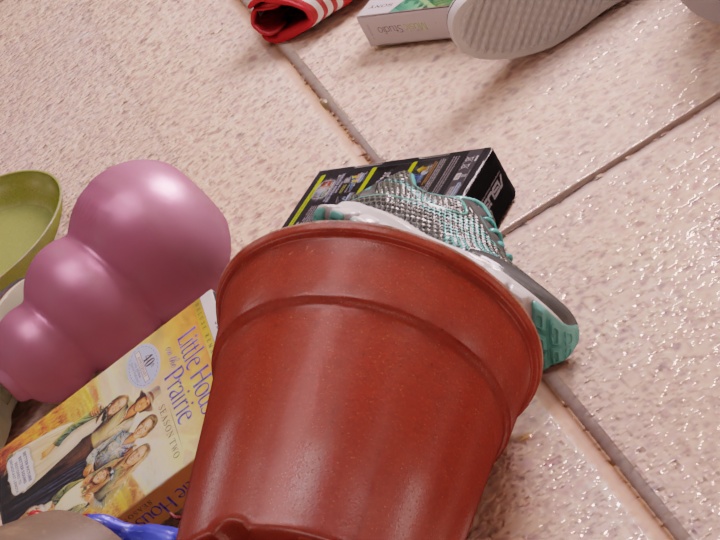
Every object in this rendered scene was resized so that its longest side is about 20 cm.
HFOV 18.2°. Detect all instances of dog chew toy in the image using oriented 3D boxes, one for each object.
[{"bbox_3d":[-0.189,0.015,1.643,0.200,0.125,0.124,-46,32,-11],"label":"dog chew toy"}]

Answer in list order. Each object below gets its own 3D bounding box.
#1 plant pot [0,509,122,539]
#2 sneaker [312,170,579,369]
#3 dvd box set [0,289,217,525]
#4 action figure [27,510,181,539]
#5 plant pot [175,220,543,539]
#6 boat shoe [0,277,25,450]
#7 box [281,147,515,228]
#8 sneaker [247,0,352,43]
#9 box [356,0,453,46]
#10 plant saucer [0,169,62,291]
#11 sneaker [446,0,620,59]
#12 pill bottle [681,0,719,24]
[{"bbox_3d":[-0.205,0.225,1.285,0.199,0.201,0.175,-6,21,37],"label":"plant pot"},{"bbox_3d":[0.067,-0.010,1.438,0.200,0.078,0.091,31,50,28],"label":"sneaker"},{"bbox_3d":[-0.154,0.117,1.487,0.200,0.029,0.147,-37,36,9],"label":"dvd box set"},{"bbox_3d":[-0.112,0.176,1.375,0.199,0.052,0.066,-1,66,27],"label":"action figure"},{"bbox_3d":[-0.012,0.111,1.267,0.200,0.201,0.196,-12,42,31],"label":"plant pot"},{"bbox_3d":[-0.279,0.082,1.673,0.062,0.071,0.201,-19,35,37],"label":"boat shoe"},{"bbox_3d":[0.000,0.000,1.559,0.160,0.044,0.200,-7,37,37],"label":"box"},{"bbox_3d":[-0.070,-0.271,2.009,0.115,0.079,0.200,-36,28,-11],"label":"sneaker"},{"bbox_3d":[0.103,-0.264,1.876,0.144,0.036,0.200,-1,42,41],"label":"box"},{"bbox_3d":[-0.331,-0.010,1.898,0.199,0.031,0.200,-23,31,14],"label":"plant saucer"},{"bbox_3d":[0.149,-0.228,1.736,0.199,0.079,0.079,-24,33,-10],"label":"sneaker"},{"bbox_3d":[0.282,-0.268,1.640,0.108,0.109,0.200,-14,34,28],"label":"pill bottle"}]
